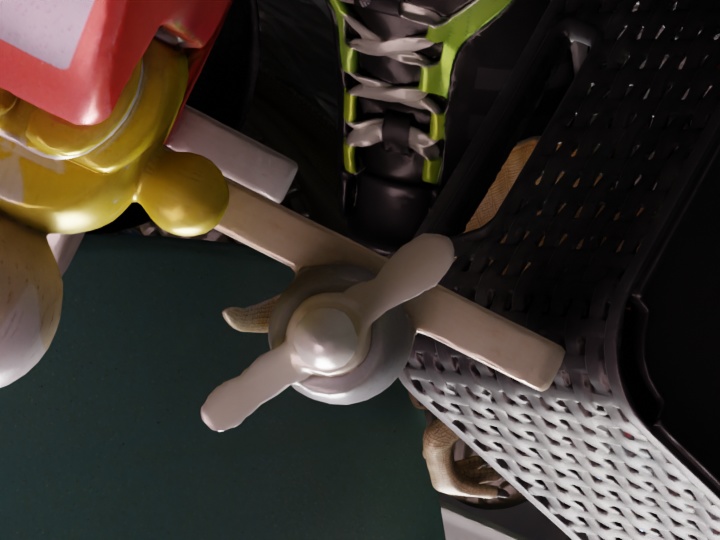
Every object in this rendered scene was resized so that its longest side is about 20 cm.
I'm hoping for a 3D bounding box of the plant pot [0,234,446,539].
[{"bbox_3d":[-0.085,0.061,0.897,0.199,0.142,0.141,-8,175,-30],"label":"plant pot"}]

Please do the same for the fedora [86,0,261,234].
[{"bbox_3d":[-0.127,-0.066,0.869,0.200,0.092,0.201,17,136,17],"label":"fedora"}]

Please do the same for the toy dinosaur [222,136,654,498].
[{"bbox_3d":[0.034,0.008,0.858,0.058,0.199,0.101,46,141,44],"label":"toy dinosaur"}]

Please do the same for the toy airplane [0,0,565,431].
[{"bbox_3d":[-0.073,-0.032,0.708,0.200,0.141,0.199,7,152,43],"label":"toy airplane"}]

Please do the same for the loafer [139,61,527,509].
[{"bbox_3d":[0.000,0.000,1.003,0.200,0.067,0.076,45,125,17],"label":"loafer"}]

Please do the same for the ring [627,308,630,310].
[{"bbox_3d":[0.146,0.055,1.029,0.200,0.019,0.201,27,160,11],"label":"ring"}]

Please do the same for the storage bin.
[{"bbox_3d":[0.120,0.023,0.803,0.200,0.135,0.094,42,158,-31],"label":"storage bin"}]

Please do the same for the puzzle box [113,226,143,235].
[{"bbox_3d":[-0.038,0.039,1.100,0.133,0.025,0.200,46,-173,31],"label":"puzzle box"}]

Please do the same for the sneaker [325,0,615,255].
[{"bbox_3d":[0.026,-0.043,0.861,0.072,0.083,0.200,18,158,31],"label":"sneaker"}]

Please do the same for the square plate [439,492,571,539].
[{"bbox_3d":[0.119,0.120,1.003,0.200,0.029,0.198,18,-177,-43],"label":"square plate"}]
